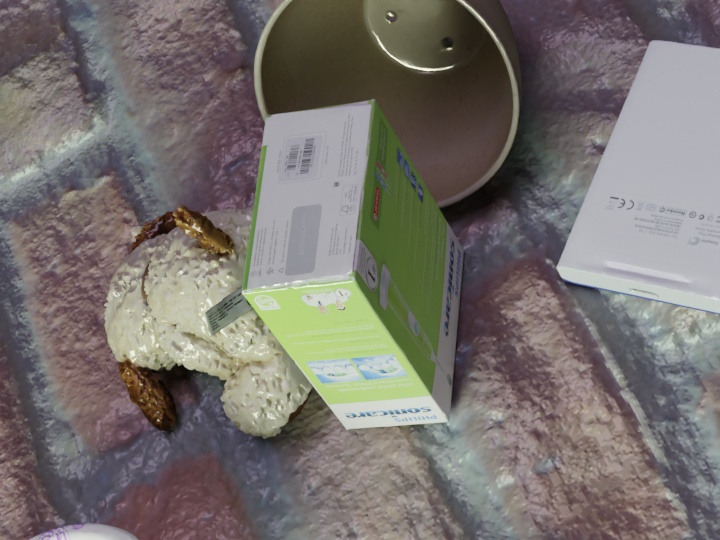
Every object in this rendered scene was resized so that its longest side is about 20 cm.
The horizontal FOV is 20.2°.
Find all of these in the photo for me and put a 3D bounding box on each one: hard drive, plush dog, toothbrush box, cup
[{"bbox_3d":[0.237,-0.070,1.459,0.131,0.025,0.201,12,66,30],"label":"hard drive"},{"bbox_3d":[-0.125,0.020,1.505,0.171,0.160,0.201,-20,50,41],"label":"plush dog"},{"bbox_3d":[0.000,0.000,1.410,0.085,0.200,0.147,-7,57,21],"label":"toothbrush box"},{"bbox_3d":[0.036,-0.165,1.526,0.199,0.201,0.143,-5,30,21],"label":"cup"}]

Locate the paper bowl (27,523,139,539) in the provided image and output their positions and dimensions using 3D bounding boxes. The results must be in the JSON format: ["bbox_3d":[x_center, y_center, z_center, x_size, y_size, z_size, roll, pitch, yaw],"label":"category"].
[{"bbox_3d":[-0.194,0.280,1.367,0.200,0.105,0.202,-20,43,19],"label":"paper bowl"}]
